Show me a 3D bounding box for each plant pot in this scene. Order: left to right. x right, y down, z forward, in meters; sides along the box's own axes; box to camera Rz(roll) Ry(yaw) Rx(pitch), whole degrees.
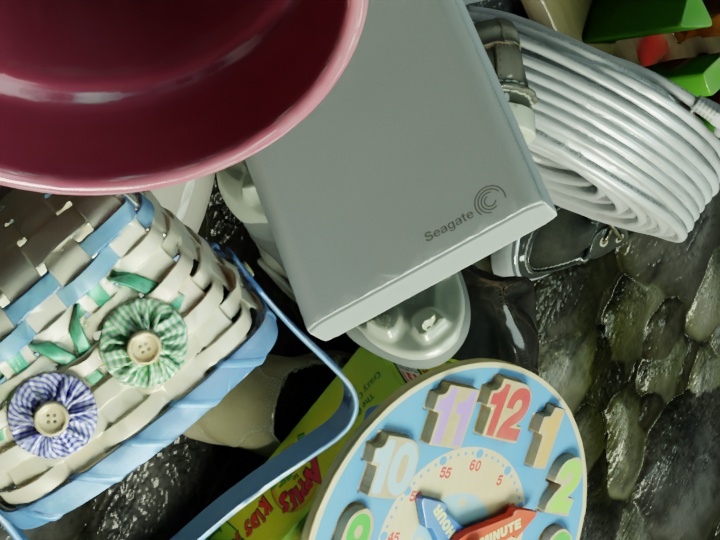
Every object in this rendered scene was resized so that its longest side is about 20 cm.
[{"bbox_3d":[-0.108,-0.159,0.793,0.200,0.199,0.179,51,20,-47],"label":"plant pot"}]

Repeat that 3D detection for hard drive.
[{"bbox_3d":[0.001,-0.083,0.995,0.027,0.132,0.201,33,32,-60],"label":"hard drive"}]

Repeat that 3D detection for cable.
[{"bbox_3d":[0.117,-0.084,1.180,0.069,0.199,0.200,-65,-173,-6],"label":"cable"}]

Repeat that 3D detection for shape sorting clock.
[{"bbox_3d":[0.047,0.143,1.051,0.199,0.039,0.201,-12,109,-39],"label":"shape sorting clock"}]

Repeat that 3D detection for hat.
[{"bbox_3d":[0.068,0.042,1.208,0.200,0.081,0.202,-6,90,-69],"label":"hat"}]

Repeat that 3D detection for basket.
[{"bbox_3d":[-0.116,0.056,0.945,0.176,0.139,0.200,-40,126,-2],"label":"basket"}]

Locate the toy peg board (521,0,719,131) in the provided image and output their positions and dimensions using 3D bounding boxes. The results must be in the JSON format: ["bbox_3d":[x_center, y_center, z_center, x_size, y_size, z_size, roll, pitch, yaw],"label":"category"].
[{"bbox_3d":[0.219,-0.177,1.325,0.199,0.098,0.200,-44,118,-35],"label":"toy peg board"}]

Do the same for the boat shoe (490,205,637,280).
[{"bbox_3d":[0.162,-0.043,1.371,0.200,0.056,0.069,-31,125,-44],"label":"boat shoe"}]

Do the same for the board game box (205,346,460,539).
[{"bbox_3d":[-0.010,0.131,1.115,0.101,0.048,0.200,17,121,-43],"label":"board game box"}]

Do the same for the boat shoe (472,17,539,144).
[{"bbox_3d":[0.025,-0.084,1.078,0.072,0.201,0.061,4,80,-30],"label":"boat shoe"}]

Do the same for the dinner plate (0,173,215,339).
[{"bbox_3d":[-0.132,-0.054,1.008,0.200,0.024,0.201,-21,117,-49],"label":"dinner plate"}]

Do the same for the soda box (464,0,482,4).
[{"bbox_3d":[0.031,-0.184,1.141,0.200,0.068,0.064,-19,116,-48],"label":"soda box"}]

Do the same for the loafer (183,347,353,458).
[{"bbox_3d":[-0.024,0.084,1.158,0.200,0.068,0.076,8,95,-53],"label":"loafer"}]

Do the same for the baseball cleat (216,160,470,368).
[{"bbox_3d":[0.000,0.000,1.056,0.070,0.200,0.107,-35,140,-9],"label":"baseball cleat"}]
